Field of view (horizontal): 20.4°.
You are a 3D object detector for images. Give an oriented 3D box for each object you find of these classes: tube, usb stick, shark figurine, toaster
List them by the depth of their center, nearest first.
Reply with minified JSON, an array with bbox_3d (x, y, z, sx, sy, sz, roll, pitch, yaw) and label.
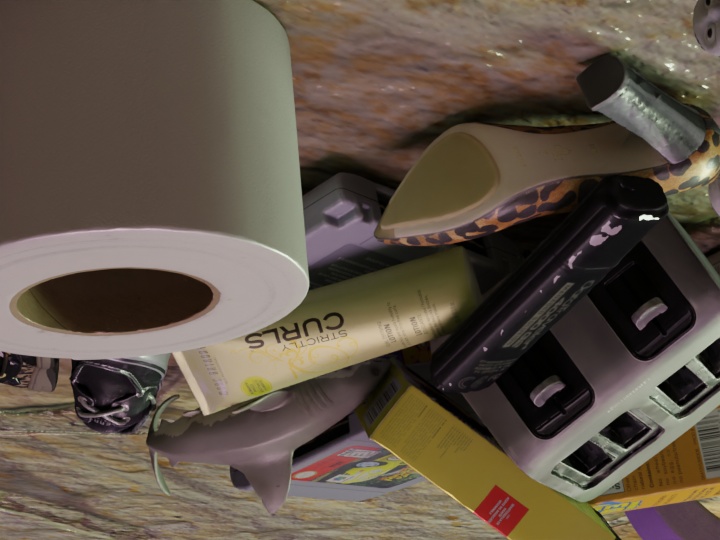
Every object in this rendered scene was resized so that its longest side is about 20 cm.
[{"bbox_3d":[0.110,0.011,1.192,0.055,0.033,0.200,-4,147,-40],"label":"usb stick"},{"bbox_3d":[-0.021,0.038,1.262,0.198,0.059,0.052,-16,176,8],"label":"tube"},{"bbox_3d":[0.165,0.053,1.343,0.180,0.119,0.200,-38,156,9],"label":"toaster"},{"bbox_3d":[-0.085,0.126,1.371,0.213,0.090,0.128,-19,-176,30],"label":"shark figurine"}]

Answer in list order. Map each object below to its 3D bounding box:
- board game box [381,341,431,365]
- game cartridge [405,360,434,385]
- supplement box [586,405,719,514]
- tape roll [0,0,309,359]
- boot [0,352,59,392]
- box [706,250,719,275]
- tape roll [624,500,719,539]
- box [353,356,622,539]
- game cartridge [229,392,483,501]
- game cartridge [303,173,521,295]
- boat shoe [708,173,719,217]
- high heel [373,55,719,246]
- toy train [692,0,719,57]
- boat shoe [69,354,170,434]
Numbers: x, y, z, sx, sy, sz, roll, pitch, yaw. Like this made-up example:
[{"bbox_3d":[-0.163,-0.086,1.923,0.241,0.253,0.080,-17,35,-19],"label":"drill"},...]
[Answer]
[{"bbox_3d":[0.044,0.079,1.581,0.198,0.045,0.135,-5,160,-1],"label":"board game box"},{"bbox_3d":[0.001,0.117,1.560,0.199,0.041,0.133,-18,153,30],"label":"game cartridge"},{"bbox_3d":[0.201,0.143,1.483,0.198,0.069,0.067,-7,163,-4],"label":"supplement box"},{"bbox_3d":[-0.130,-0.048,1.041,0.201,0.140,0.203,-5,160,-2],"label":"tape roll"},{"bbox_3d":[-0.278,0.033,1.333,0.152,0.074,0.204,1,158,-7],"label":"boot"},{"bbox_3d":[0.265,0.050,1.488,0.077,0.096,0.200,4,160,-30],"label":"box"},{"bbox_3d":[0.307,0.151,1.620,0.198,0.202,0.066,-1,161,-11],"label":"tape roll"},{"bbox_3d":[0.089,0.143,1.382,0.200,0.050,0.075,38,-176,-17],"label":"box"},{"bbox_3d":[0.008,0.133,1.507,0.132,0.041,0.200,5,157,-36],"label":"game cartridge"},{"bbox_3d":[0.000,0.000,1.311,0.133,0.041,0.199,-34,149,27],"label":"game cartridge"},{"bbox_3d":[0.304,-0.044,1.286,0.198,0.070,0.066,-6,161,-22],"label":"boat shoe"},{"bbox_3d":[0.117,-0.046,1.199,0.199,0.072,0.142,-30,144,29],"label":"high heel"},{"bbox_3d":[0.259,-0.121,1.024,0.199,0.087,0.114,9,162,-35],"label":"toy train"},{"bbox_3d":[-0.178,0.083,1.434,0.071,0.068,0.200,16,168,-2],"label":"boat shoe"}]
